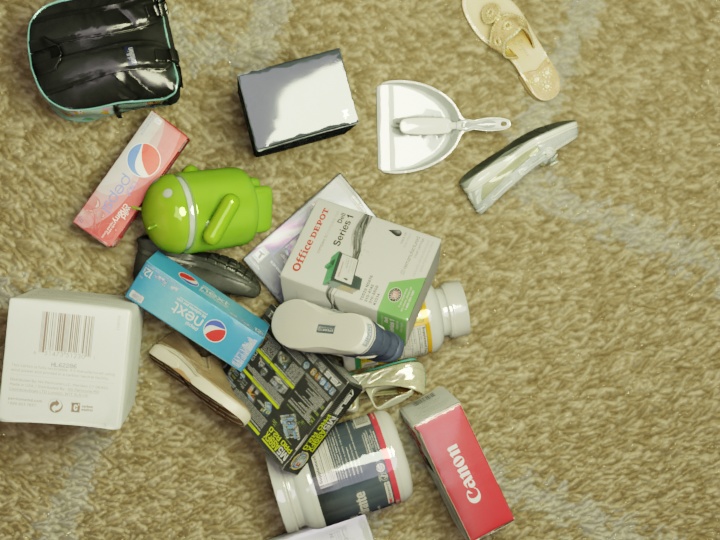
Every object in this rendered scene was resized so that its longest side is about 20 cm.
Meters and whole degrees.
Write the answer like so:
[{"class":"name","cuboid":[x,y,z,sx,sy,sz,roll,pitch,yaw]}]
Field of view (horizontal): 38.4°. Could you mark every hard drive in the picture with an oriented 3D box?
[{"class":"hard drive","cuboid":[-0.070,0.463,1.612,0.198,0.025,0.133,-19,95,-5]}]

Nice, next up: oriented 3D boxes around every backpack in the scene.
[{"class":"backpack","cuboid":[-0.366,-0.301,1.464,0.198,0.153,0.178,-14,93,-15]}]

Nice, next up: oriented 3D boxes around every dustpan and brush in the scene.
[{"class":"dustpan and brush","cuboid":[0.127,-0.220,1.572,0.197,0.057,0.142,-2,94,-6]}]

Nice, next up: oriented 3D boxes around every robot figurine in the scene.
[{"class":"robot figurine","cuboid":[-0.226,-0.087,1.496,0.198,0.175,0.117,-9,117,-30]}]

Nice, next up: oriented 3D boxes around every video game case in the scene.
[{"class":"video game case","cuboid":[-0.060,-0.030,1.585,0.200,0.019,0.143,-41,97,-2]}]

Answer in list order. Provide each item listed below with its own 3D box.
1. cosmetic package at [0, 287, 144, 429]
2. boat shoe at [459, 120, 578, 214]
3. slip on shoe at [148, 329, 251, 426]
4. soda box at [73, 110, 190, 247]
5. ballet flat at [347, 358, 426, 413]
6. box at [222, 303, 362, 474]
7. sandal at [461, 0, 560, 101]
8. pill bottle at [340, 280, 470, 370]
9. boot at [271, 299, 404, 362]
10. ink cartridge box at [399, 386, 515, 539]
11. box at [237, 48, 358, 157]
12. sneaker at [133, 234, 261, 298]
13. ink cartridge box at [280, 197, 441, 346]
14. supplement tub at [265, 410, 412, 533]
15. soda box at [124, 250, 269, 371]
[{"class":"cosmetic package","cuboid":[-0.403,0.120,1.464,0.165,0.200,0.169,5,93,-7]},{"class":"boat shoe","cuboid":[0.250,-0.164,1.587,0.201,0.074,0.065,-32,103,0]},{"class":"slip on shoe","cuboid":[-0.227,0.154,1.519,0.199,0.076,0.061,30,66,32]},{"class":"soda box","cuboid":[-0.336,-0.134,1.524,0.070,0.063,0.201,35,89,-8]},{"class":"ballet flat","cuboid":[0.003,0.183,1.560,0.198,0.067,0.063,-15,66,11]},{"class":"box","cuboid":[-0.111,0.170,1.510,0.200,0.044,0.161,41,96,36]},{"class":"sandal","cuboid":[0.240,-0.352,1.572,0.077,0.070,0.212,-39,97,-3]},{"class":"pill bottle","cuboid":[0.060,0.077,1.558,0.197,0.113,0.114,-12,95,-5]},{"class":"boot","cuboid":[-0.035,0.093,1.452,0.090,0.199,0.074,27,79,-43]},{"class":"ink cartridge box","cuboid":[0.148,0.295,1.550,0.083,0.176,0.202,-26,97,-4]},{"class":"box","cuboid":[-0.094,-0.235,1.476,0.147,0.200,0.108,-16,96,-6]},{"class":"sneaker","cuboid":[-0.246,0.013,1.547,0.198,0.076,0.092,18,98,2]},{"class":"ink cartridge box","cuboid":[0.000,0.000,1.490,0.198,0.085,0.147,19,62,11]},{"class":"supplement tub","cuboid":[-0.032,0.303,1.548,0.198,0.140,0.142,-17,95,-5]},{"class":"soda box","cuboid":[-0.232,0.058,1.487,0.199,0.068,0.064,35,103,-5]}]
